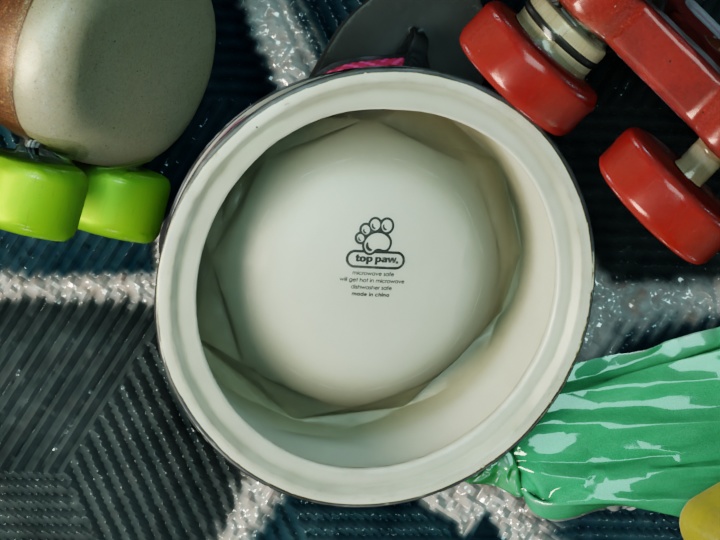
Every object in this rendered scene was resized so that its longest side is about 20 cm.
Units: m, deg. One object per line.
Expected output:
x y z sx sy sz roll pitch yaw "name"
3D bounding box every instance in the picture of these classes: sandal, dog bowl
-0.008 -0.058 1.347 0.200 0.045 0.075 -46 102 -14 "sandal"
0.000 0.000 1.309 0.200 0.074 0.200 -4 107 -13 "dog bowl"

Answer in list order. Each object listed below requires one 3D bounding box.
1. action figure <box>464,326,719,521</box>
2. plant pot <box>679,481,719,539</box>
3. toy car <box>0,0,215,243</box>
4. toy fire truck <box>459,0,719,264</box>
0.141 0.074 1.354 0.200 0.055 0.118 -8 87 -5 "action figure"
0.290 0.157 1.273 0.200 0.176 0.200 -30 103 -7 "plant pot"
-0.178 -0.118 1.325 0.200 0.158 0.165 17 96 22 "toy car"
0.138 -0.101 1.319 0.200 0.168 0.112 43 103 0 "toy fire truck"
